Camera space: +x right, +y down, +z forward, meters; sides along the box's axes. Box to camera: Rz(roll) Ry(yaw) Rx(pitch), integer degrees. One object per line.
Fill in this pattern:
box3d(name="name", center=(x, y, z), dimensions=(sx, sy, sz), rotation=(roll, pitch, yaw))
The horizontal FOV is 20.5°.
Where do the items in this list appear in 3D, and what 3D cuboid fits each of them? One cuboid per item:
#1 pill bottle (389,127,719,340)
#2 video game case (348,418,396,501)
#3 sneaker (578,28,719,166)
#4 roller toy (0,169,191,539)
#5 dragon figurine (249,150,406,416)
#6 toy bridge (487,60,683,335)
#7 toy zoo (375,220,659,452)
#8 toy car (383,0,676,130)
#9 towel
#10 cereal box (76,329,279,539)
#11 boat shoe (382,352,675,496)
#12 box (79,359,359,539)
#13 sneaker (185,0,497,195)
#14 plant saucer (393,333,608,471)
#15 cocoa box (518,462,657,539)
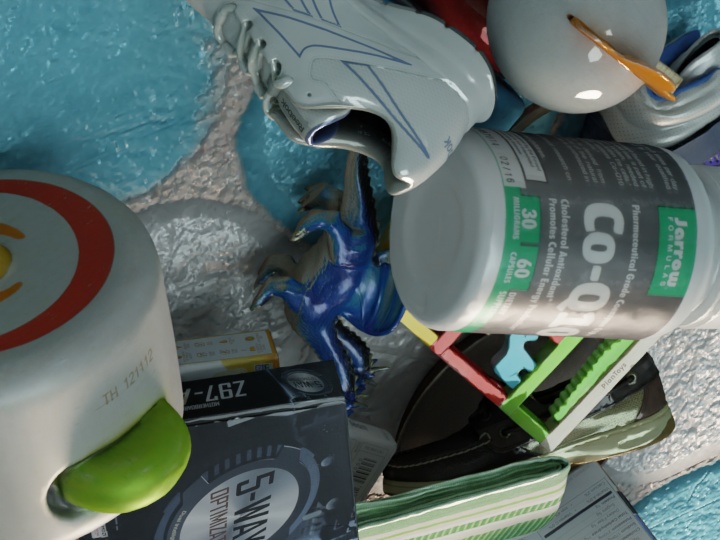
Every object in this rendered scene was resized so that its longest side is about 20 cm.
box3d(name="pill bottle", center=(0.126, -0.018, 1.122), dimensions=(0.199, 0.113, 0.114), rotation=(3, 123, -28))
box3d(name="video game case", center=(-0.096, 0.164, 1.261), dimensions=(0.181, 0.024, 0.201), rotation=(20, 110, -36))
box3d(name="sneaker", center=(0.231, -0.084, 1.272), dimensions=(0.199, 0.081, 0.147), rotation=(-1, 129, -25))
box3d(name="roller toy", center=(-0.190, 0.041, 1.032), dimensions=(0.199, 0.183, 0.140), rotation=(-5, 130, -1))
box3d(name="dragon figurine", center=(0.000, 0.000, 1.178), dimensions=(0.099, 0.059, 0.201), rotation=(26, 112, -11))
box3d(name="toy bridge", center=(0.106, -0.055, 1.194), dimensions=(0.067, 0.027, 0.200), rotation=(35, 99, -12))
box3d(name="toy zoo", center=(0.090, 0.003, 1.234), dimensions=(0.200, 0.020, 0.131), rotation=(41, 97, -15))
box3d(name="toy car", center=(0.114, -0.136, 1.071), dimensions=(0.185, 0.200, 0.177), rotation=(-49, 135, 11))
box3d(name="towel", center=(0.057, 0.161, 1.287), dimensions=(0.152, 0.024, 0.200), rotation=(-14, 162, -2))
box3d(name="cereal box", center=(-0.143, 0.116, 1.168), dimensions=(0.199, 0.040, 0.145), rotation=(-8, 116, -8))
box3d(name="boat shoe", center=(0.106, 0.100, 1.311), dimensions=(0.199, 0.073, 0.065), rotation=(-14, 97, -9))
box3d(name="box", center=(-0.081, 0.158, 1.153), dimensions=(0.159, 0.044, 0.201), rotation=(-8, 118, -6))
box3d(name="sneaker", center=(-0.029, -0.116, 1.016), dimensions=(0.087, 0.199, 0.075), rotation=(-56, 174, -28))
box3d(name="plant saucer", center=(0.104, 0.100, 1.373), dimensions=(0.199, 0.032, 0.201), rotation=(-17, 131, -20))
box3d(name="cocoa box", center=(0.171, 0.256, 1.443), dimensions=(0.133, 0.131, 0.200), rotation=(-35, 147, -3))
